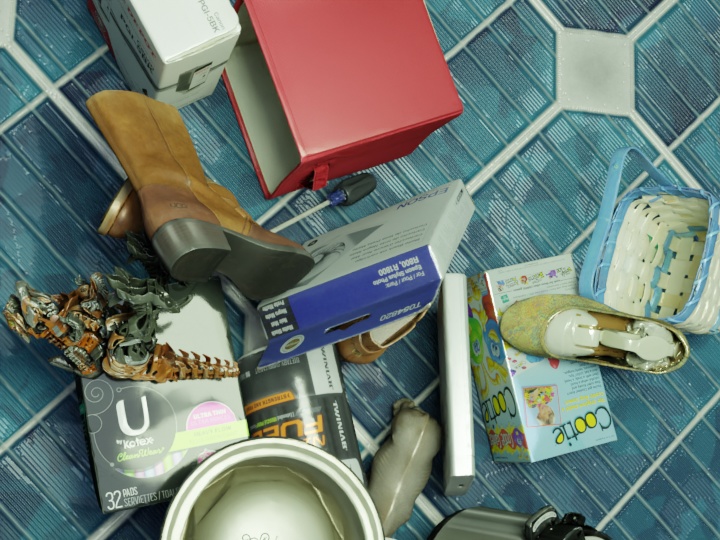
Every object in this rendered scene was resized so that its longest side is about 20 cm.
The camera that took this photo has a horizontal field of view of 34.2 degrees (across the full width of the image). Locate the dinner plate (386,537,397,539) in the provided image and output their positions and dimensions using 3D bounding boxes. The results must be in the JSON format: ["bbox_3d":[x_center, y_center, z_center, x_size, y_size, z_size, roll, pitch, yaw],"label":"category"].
[{"bbox_3d":[-0.010,0.352,1.136,0.200,0.024,0.200,-17,120,-31],"label":"dinner plate"}]

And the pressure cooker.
[{"bbox_3d":[0.169,0.321,1.133,0.176,0.200,0.179,36,65,-38],"label":"pressure cooker"}]

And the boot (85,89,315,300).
[{"bbox_3d":[-0.145,-0.069,1.070,0.188,0.068,0.200,4,46,-47],"label":"boot"}]

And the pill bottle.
[{"bbox_3d":[-0.054,0.175,1.153,0.106,0.106,0.200,-10,75,-16],"label":"pill bottle"}]

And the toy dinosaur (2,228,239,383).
[{"bbox_3d":[-0.206,0.046,1.031,0.200,0.102,0.136,12,120,-30],"label":"toy dinosaur"}]

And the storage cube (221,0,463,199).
[{"bbox_3d":[-0.027,-0.193,1.199,0.180,0.171,0.200,-20,86,-18],"label":"storage cube"}]

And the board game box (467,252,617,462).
[{"bbox_3d":[0.182,0.095,1.245,0.105,0.103,0.200,-11,84,-17],"label":"board game box"}]

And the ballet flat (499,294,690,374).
[{"bbox_3d":[0.241,0.066,1.173,0.200,0.071,0.071,10,79,-16],"label":"ballet flat"}]

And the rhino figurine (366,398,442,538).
[{"bbox_3d":[0.028,0.229,1.190,0.060,0.087,0.200,23,83,-7],"label":"rhino figurine"}]

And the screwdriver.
[{"bbox_3d":[-0.039,-0.065,1.195,0.200,0.029,0.028,-35,116,-55],"label":"screwdriver"}]

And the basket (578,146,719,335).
[{"bbox_3d":[0.315,-0.016,1.267,0.200,0.139,0.176,33,71,-42],"label":"basket"}]

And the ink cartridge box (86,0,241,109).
[{"bbox_3d":[-0.198,-0.249,1.145,0.083,0.200,0.147,-28,89,-17],"label":"ink cartridge box"}]

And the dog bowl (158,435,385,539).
[{"bbox_3d":[-0.082,0.249,1.027,0.200,0.074,0.200,5,74,-16],"label":"dog bowl"}]

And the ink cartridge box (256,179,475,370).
[{"bbox_3d":[0.000,0.000,1.122,0.041,0.199,0.200,59,28,-19],"label":"ink cartridge box"}]

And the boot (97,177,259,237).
[{"bbox_3d":[-0.153,-0.038,1.126,0.155,0.200,0.074,39,113,2],"label":"boot"}]

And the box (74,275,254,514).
[{"bbox_3d":[-0.195,0.119,1.128,0.148,0.124,0.200,-9,83,-16],"label":"box"}]

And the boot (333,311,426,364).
[{"bbox_3d":[0.046,0.011,1.194,0.074,0.155,0.200,31,75,-8],"label":"boot"}]

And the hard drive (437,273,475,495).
[{"bbox_3d":[0.096,0.118,1.187,0.027,0.132,0.200,-2,71,1],"label":"hard drive"}]
